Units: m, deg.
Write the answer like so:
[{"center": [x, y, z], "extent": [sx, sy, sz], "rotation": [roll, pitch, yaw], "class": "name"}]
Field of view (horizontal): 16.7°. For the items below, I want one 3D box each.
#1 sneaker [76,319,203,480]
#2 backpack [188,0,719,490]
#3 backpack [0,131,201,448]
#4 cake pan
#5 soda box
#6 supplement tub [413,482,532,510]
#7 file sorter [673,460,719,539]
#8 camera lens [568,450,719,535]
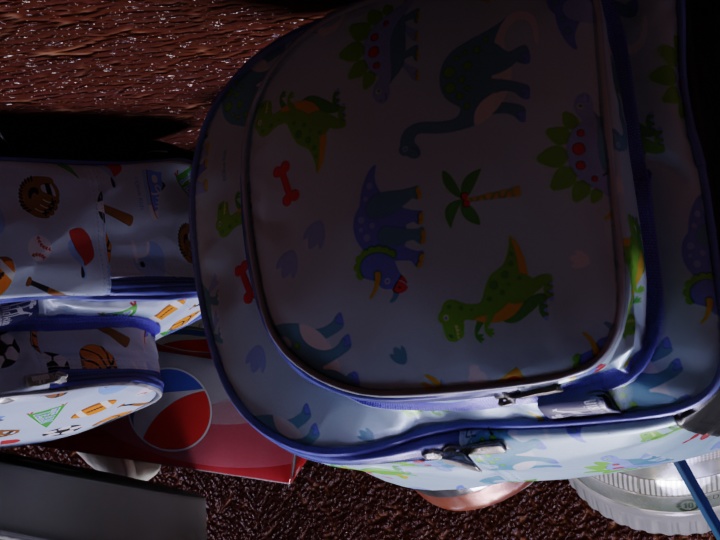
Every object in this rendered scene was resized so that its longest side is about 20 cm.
[{"center": [-0.094, 0.037, 1.381], "extent": [0.099, 0.200, 0.078], "rotation": [40, -166, 29], "class": "sneaker"}, {"center": [0.036, -0.017, 0.861], "extent": [0.199, 0.184, 0.147], "rotation": [-13, 164, 28], "class": "backpack"}, {"center": [-0.163, 0.006, 1.179], "extent": [0.190, 0.155, 0.200], "rotation": [-13, 179, -37], "class": "backpack"}, {"center": [-0.168, 0.119, 1.283], "extent": [0.199, 0.037, 0.200], "rotation": [11, 176, 1], "class": "cake pan"}, {"center": [-0.124, 0.063, 1.310], "extent": [0.199, 0.064, 0.070], "rotation": [8, -168, 8], "class": "soda box"}, {"center": [0.015, 0.020, 1.169], "extent": [0.107, 0.107, 0.200], "rotation": [-10, 136, 41], "class": "supplement tub"}, {"center": [0.216, 0.043, 0.956], "extent": [0.139, 0.123, 0.200], "rotation": [-31, -175, -22], "class": "file sorter"}, {"center": [0.172, 0.030, 1.357], "extent": [0.159, 0.160, 0.200], "rotation": [-6, 136, 6], "class": "camera lens"}]
